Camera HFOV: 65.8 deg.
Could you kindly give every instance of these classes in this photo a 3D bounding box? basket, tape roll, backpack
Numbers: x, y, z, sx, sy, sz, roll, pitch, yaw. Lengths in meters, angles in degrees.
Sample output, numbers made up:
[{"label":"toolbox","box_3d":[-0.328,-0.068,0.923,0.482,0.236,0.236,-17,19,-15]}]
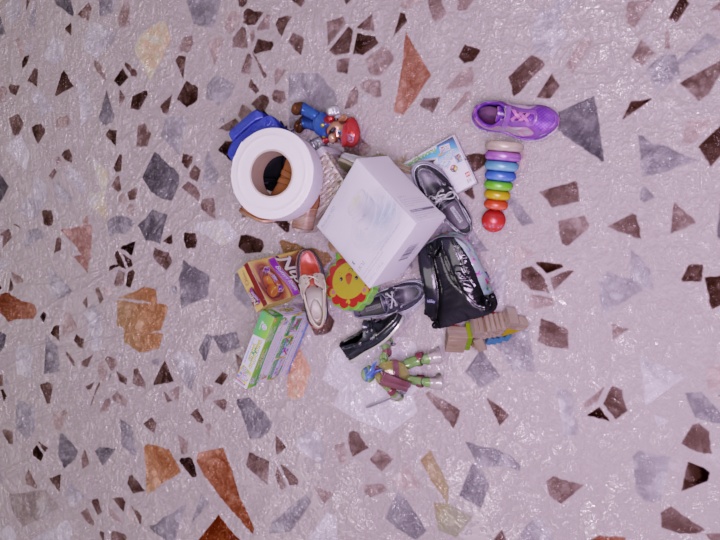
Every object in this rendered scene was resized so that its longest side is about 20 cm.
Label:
[{"label":"basket","box_3d":[-0.106,-0.196,1.398,0.200,0.135,0.124,-39,81,20]},{"label":"tape roll","box_3d":[-0.188,-0.215,1.252,0.200,0.071,0.205,1,92,15]},{"label":"backpack","box_3d":[-0.221,-0.301,1.406,0.162,0.200,0.169,-29,76,15]},{"label":"backpack","box_3d":[0.210,0.014,1.268,0.166,0.126,0.202,-21,91,21]}]

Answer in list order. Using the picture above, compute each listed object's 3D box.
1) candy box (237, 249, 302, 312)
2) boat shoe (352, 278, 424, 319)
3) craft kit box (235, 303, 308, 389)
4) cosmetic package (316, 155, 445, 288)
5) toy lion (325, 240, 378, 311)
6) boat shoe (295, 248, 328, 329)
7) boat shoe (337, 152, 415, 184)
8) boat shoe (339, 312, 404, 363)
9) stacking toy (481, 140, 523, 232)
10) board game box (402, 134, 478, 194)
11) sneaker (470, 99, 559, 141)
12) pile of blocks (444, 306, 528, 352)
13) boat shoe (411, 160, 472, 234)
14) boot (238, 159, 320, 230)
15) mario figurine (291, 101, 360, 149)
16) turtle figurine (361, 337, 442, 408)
[{"label":"candy box","box_3d":[-0.200,0.022,1.408,0.056,0.199,0.117,-34,80,37]},{"label":"boat shoe","box_3d":[0.072,0.074,1.365,0.198,0.068,0.072,-18,85,23]},{"label":"craft kit box","box_3d":[-0.217,0.190,1.426,0.048,0.197,0.202,27,102,19]},{"label":"cosmetic package","box_3d":[0.039,-0.109,1.223,0.200,0.122,0.200,49,127,20]},{"label":"toy lion","box_3d":[0.000,0.000,1.367,0.198,0.068,0.194,-12,74,30]},{"label":"boat shoe","box_3d":[-0.118,0.044,1.371,0.070,0.063,0.202,-8,88,-6]},{"label":"boat shoe","box_3d":[0.045,-0.238,1.315,0.198,0.075,0.069,24,82,-1]},{"label":"boat shoe","box_3d":[0.022,0.153,1.366,0.066,0.075,0.199,44,126,-9]},{"label":"stacking toy","box_3d":[0.312,-0.186,1.250,0.085,0.085,0.202,9,102,23]},{"label":"board game box","box_3d":[0.165,-0.218,1.329,0.199,0.035,0.127,-26,83,22]},{"label":"sneaker","box_3d":[0.333,-0.335,1.223,0.198,0.088,0.081,12,96,21]},{"label":"pile of blocks","box_3d":[0.286,0.135,1.289,0.198,0.082,0.063,-15,43,14]},{"label":"boat shoe","box_3d":[0.186,-0.162,1.264,0.073,0.068,0.200,-32,105,15]},{"label":"boot","box_3d":[-0.188,-0.187,1.323,0.198,0.074,0.156,10,101,8]},{"label":"mario figurine","box_3d":[-0.092,-0.356,1.393,0.199,0.123,0.107,24,89,25]},{"label":"turtle figurine","box_3d":[0.098,0.239,1.359,0.192,0.201,0.145,-3,62,1]}]
